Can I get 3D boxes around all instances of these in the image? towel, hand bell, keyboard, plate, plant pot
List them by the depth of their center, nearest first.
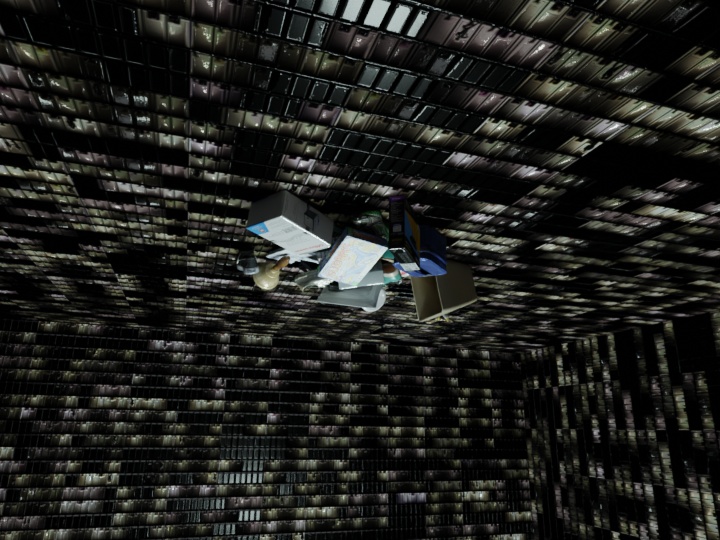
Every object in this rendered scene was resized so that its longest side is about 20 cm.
[{"bbox_3d":[-0.060,-0.064,1.648,0.164,0.087,0.200,-13,173,-3],"label":"towel"},{"bbox_3d":[-0.146,0.013,1.752,0.126,0.021,0.200,11,-163,-42],"label":"keyboard"},{"bbox_3d":[-0.031,0.059,1.770,0.197,0.033,0.200,6,-154,9],"label":"plate"},{"bbox_3d":[-0.297,-0.010,1.839,0.103,0.105,0.200,11,157,-30],"label":"hand bell"},{"bbox_3d":[0.318,0.068,1.949,0.175,0.202,0.200,-4,166,-22],"label":"plant pot"}]

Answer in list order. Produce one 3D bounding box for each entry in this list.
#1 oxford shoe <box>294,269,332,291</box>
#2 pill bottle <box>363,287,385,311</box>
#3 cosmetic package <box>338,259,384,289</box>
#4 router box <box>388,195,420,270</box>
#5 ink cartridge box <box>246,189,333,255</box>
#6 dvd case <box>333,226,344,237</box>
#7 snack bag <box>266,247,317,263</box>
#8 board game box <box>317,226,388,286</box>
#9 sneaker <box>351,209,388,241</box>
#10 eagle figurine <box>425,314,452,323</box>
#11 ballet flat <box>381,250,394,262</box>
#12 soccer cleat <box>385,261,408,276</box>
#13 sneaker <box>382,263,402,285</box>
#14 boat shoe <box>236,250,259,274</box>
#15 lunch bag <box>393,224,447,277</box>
[{"bbox_3d":[-0.107,0.020,1.630,0.198,0.058,0.075,-16,170,-3],"label":"oxford shoe"},{"bbox_3d":[0.006,0.070,1.974,0.108,0.110,0.200,11,-166,-31],"label":"pill bottle"},{"bbox_3d":[0.000,0.000,1.755,0.149,0.052,0.200,-10,-163,1],"label":"cosmetic package"},{"bbox_3d":[0.124,-0.099,1.451,0.050,0.151,0.200,-4,163,17],"label":"router box"},{"bbox_3d":[-0.193,-0.128,1.452,0.145,0.087,0.199,-12,153,37],"label":"ink cartridge box"},{"bbox_3d":[-0.168,-0.113,1.643,0.145,0.022,0.199,16,156,-40],"label":"dvd case"},{"bbox_3d":[-0.208,-0.047,1.826,0.198,0.022,0.188,12,166,-31],"label":"snack bag"},{"bbox_3d":[-0.026,-0.036,1.523,0.134,0.035,0.200,15,138,-24],"label":"board game box"},{"bbox_3d":[0.037,-0.117,1.508,0.077,0.086,0.200,-8,160,27],"label":"sneaker"},{"bbox_3d":[0.386,0.167,2.414,0.151,0.151,0.201,-34,139,-23],"label":"eagle figurine"},{"bbox_3d":[0.119,-0.055,1.772,0.199,0.069,0.067,20,175,-34],"label":"ballet flat"},{"bbox_3d":[0.107,-0.004,1.936,0.199,0.069,0.073,-14,138,44],"label":"soccer cleat"},{"bbox_3d":[0.064,0.019,1.888,0.199,0.072,0.080,8,137,41],"label":"sneaker"},{"bbox_3d":[-0.399,-0.035,1.832,0.073,0.069,0.199,-6,-170,-14],"label":"boat shoe"},{"bbox_3d":[0.187,-0.051,1.638,0.135,0.134,0.199,-10,161,32],"label":"lunch bag"}]
